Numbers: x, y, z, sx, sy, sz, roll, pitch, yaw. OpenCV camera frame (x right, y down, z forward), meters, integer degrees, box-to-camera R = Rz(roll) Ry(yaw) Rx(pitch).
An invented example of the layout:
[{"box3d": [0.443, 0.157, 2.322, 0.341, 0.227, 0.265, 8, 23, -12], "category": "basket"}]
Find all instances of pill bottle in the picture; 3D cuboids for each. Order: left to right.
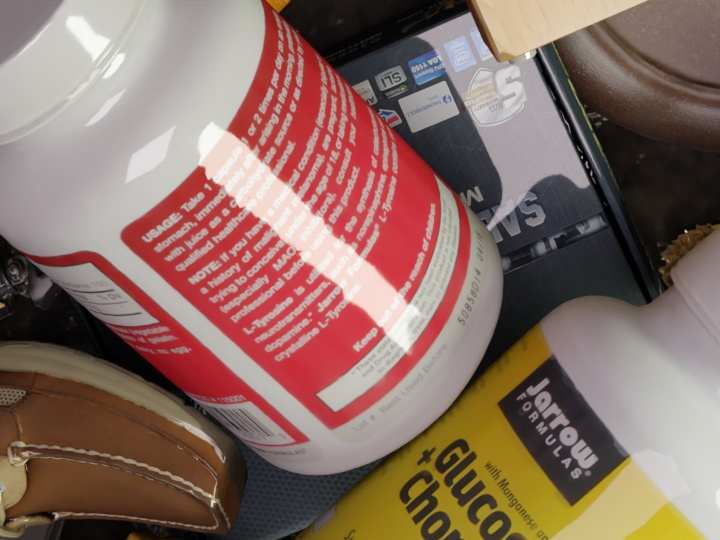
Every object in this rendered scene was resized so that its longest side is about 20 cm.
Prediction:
[{"box3d": [-0.052, -0.029, 0.871, 0.112, 0.112, 0.200, -40, 126, 9], "category": "pill bottle"}, {"box3d": [0.072, 0.080, 0.898, 0.200, 0.112, 0.112, -42, 102, 10], "category": "pill bottle"}]

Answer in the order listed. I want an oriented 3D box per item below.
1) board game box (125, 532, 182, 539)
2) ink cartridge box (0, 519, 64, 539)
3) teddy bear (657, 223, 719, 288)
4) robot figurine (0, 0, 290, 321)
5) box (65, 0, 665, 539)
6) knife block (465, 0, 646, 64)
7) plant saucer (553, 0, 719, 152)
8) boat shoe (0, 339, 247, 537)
[{"box3d": [-0.089, 0.194, 1.001, 0.040, 0.153, 0.200, 39, 98, 27], "category": "board game box"}, {"box3d": [-0.208, 0.160, 1.027, 0.145, 0.088, 0.200, 18, 103, -5], "category": "ink cartridge box"}, {"box3d": [0.175, 0.024, 0.981, 0.145, 0.067, 0.200, -6, 96, -15], "category": "teddy bear"}, {"box3d": [-0.123, -0.074, 0.956, 0.200, 0.058, 0.145, -43, 68, 4], "category": "robot figurine"}, {"box3d": [0.000, 0.000, 0.997, 0.200, 0.051, 0.158, -22, 106, 12], "category": "box"}, {"box3d": [0.053, -0.166, 0.870, 0.200, 0.064, 0.176, -22, 102, 2], "category": "knife block"}, {"box3d": [0.143, -0.137, 0.980, 0.200, 0.032, 0.200, 0, 106, 0], "category": "plant saucer"}, {"box3d": [-0.139, 0.065, 0.934, 0.200, 0.076, 0.074, 12, 63, 19], "category": "boat shoe"}]
